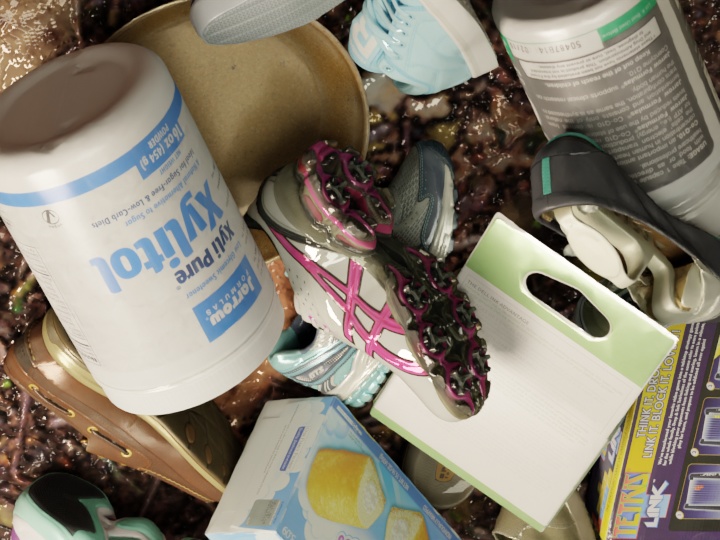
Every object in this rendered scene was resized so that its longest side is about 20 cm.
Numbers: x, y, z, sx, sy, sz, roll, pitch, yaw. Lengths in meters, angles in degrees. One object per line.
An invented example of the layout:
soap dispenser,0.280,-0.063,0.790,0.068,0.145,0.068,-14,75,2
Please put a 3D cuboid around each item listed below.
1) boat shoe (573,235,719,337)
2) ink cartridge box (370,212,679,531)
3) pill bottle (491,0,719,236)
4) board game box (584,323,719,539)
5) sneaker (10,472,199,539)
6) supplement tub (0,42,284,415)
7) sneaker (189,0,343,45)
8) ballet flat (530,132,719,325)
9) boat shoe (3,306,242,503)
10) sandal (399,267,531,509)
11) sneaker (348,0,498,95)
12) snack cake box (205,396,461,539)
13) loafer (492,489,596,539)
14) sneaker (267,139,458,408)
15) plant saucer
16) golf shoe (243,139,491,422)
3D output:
boat shoe,0.233,-0.007,1.671,0.200,0.062,0.072,-36,90,-17
ink cartridge box,0.110,0.061,1.629,0.145,0.048,0.200,35,127,5
pill bottle,0.170,-0.110,1.602,0.113,0.113,0.200,-26,121,2
board game box,0.262,0.100,1.778,0.165,0.057,0.200,3,118,-13
sneaker,-0.162,0.240,1.714,0.200,0.078,0.140,32,124,15
supplement tub,-0.141,-0.026,1.521,0.132,0.132,0.200,-26,121,1
sneaker,-0.023,-0.207,1.521,0.200,0.071,0.073,-30,162,-11
ballet flat,0.180,-0.007,1.571,0.200,0.073,0.073,37,105,-26
boat shoe,-0.156,0.095,1.668,0.068,0.072,0.200,-32,125,24
sandal,0.076,0.089,1.725,0.082,0.055,0.200,9,117,-18
sneaker,0.029,-0.151,1.523,0.082,0.074,0.200,-28,157,5
snack cake box,-0.010,0.192,1.715,0.067,0.115,0.200,-6,137,38
loafer,0.144,0.235,1.807,0.068,0.076,0.200,-36,115,-26
sneaker,0.000,0.000,1.645,0.086,0.078,0.200,16,114,-18
plant saucer,-0.095,-0.091,1.592,0.200,0.035,0.200,-6,120,-11
golf shoe,0.007,0.016,1.587,0.092,0.073,0.200,-35,90,37
